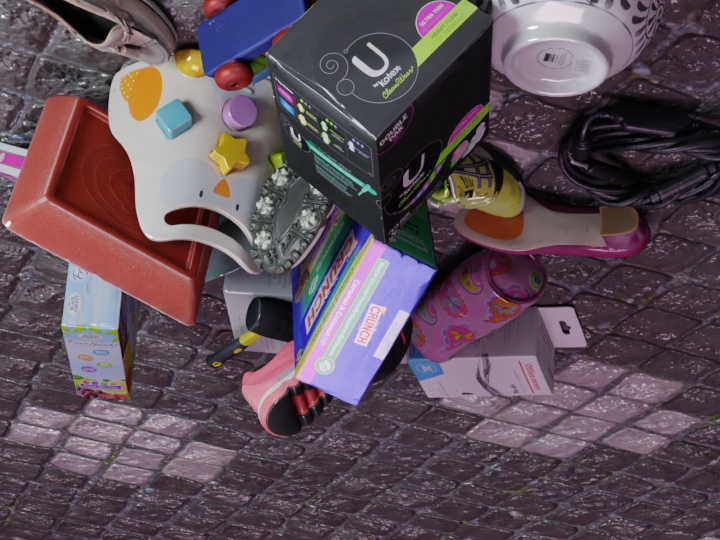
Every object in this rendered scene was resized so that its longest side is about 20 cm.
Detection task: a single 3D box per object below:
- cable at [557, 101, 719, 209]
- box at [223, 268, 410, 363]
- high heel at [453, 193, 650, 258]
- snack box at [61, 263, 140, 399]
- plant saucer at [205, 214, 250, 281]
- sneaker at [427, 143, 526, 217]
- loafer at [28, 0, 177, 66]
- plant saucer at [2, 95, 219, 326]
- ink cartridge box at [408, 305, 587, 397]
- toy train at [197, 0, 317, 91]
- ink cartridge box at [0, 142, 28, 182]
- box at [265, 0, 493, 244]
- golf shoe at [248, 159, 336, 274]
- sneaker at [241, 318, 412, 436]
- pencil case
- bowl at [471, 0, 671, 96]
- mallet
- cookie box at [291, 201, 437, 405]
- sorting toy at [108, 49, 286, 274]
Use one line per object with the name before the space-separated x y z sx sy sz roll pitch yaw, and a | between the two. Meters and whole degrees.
cable | 0.291 -0.099 1.642 0.198 0.051 0.164 7 154 -3
box | -0.040 0.017 1.880 0.198 0.107 0.153 4 153 4
high heel | 0.200 -0.042 1.778 0.198 0.068 0.096 -5 165 15
snack box | -0.281 0.026 1.878 0.067 0.170 0.200 4 153 -3
plant saucer | -0.125 -0.048 1.726 0.200 0.201 0.039 -15 111 35
sneaker | 0.089 -0.090 1.673 0.075 0.077 0.199 -20 145 39
loafer | -0.238 -0.223 1.486 0.071 0.063 0.200 -13 148 32
plant saucer | -0.217 -0.068 1.590 0.199 0.201 0.037 29 127 -18
ink cartridge box | 0.164 0.098 2.045 0.198 0.067 0.116 -3 152 17
toy train | -0.034 -0.217 1.457 0.199 0.085 0.115 -25 157 35
ink cartridge box | -0.292 -0.086 1.717 0.094 0.037 0.199 29 170 -38
box | 0.020 -0.146 1.427 0.124 0.149 0.200 38 163 18
golf shoe | -0.034 -0.084 1.581 0.077 0.202 0.088 19 173 31
sneaker | -0.038 0.085 1.765 0.087 0.199 0.074 38 150 43
pencil case | 0.126 0.033 1.911 0.087 0.088 0.200 16 152 -20
bowl | 0.162 -0.205 1.407 0.199 0.095 0.201 5 154 2
mallet | -0.113 0.077 1.861 0.065 0.042 0.200 12 157 -17
cookie box | 0.000 0.000 1.658 0.075 0.201 0.172 22 116 -16
sorting toy | -0.135 -0.092 1.597 0.199 0.182 0.107 19 151 -26
